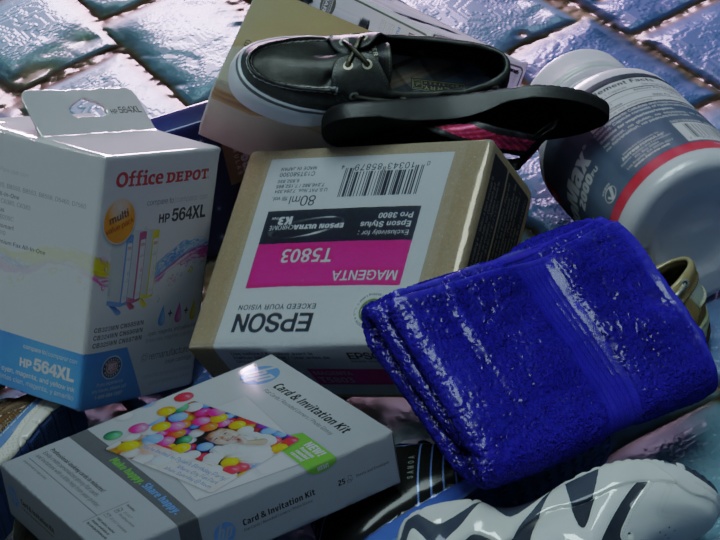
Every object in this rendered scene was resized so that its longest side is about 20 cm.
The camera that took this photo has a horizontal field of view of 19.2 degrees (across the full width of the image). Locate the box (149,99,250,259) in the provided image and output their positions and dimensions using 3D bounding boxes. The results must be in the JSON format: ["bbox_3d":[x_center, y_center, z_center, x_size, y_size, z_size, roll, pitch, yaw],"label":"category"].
[{"bbox_3d":[-0.138,-0.060,1.603,0.199,0.122,0.032,-19,36,-10],"label":"box"}]

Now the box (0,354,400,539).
[{"bbox_3d":[-0.099,0.125,1.313,0.199,0.041,0.156,-20,26,-26],"label":"box"}]

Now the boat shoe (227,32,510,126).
[{"bbox_3d":[0.009,-0.140,1.486,0.199,0.057,0.069,3,59,-15],"label":"boat shoe"}]

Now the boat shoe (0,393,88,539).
[{"bbox_3d":[-0.266,0.149,1.416,0.072,0.073,0.200,8,31,32],"label":"boat shoe"}]

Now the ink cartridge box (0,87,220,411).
[{"bbox_3d":[-0.190,-0.023,1.474,0.125,0.201,0.128,16,15,31],"label":"ink cartridge box"}]

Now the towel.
[{"bbox_3d":[0.115,0.044,1.325,0.199,0.050,0.148,-21,61,-31],"label":"towel"}]

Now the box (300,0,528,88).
[{"bbox_3d":[0.024,-0.184,1.725,0.116,0.060,0.200,11,15,-46],"label":"box"}]

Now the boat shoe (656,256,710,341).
[{"bbox_3d":[0.144,0.050,1.417,0.200,0.076,0.072,-32,44,-21],"label":"boat shoe"}]

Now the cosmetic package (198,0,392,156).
[{"bbox_3d":[-0.005,-0.116,1.545,0.199,0.071,0.105,22,55,-3],"label":"cosmetic package"}]

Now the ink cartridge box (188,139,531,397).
[{"bbox_3d":[0.000,0.000,1.452,0.199,0.075,0.165,-2,57,30],"label":"ink cartridge box"}]

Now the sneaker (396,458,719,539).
[{"bbox_3d":[0.127,0.189,1.247,0.198,0.080,0.130,-6,47,-11],"label":"sneaker"}]

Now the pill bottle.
[{"bbox_3d":[0.197,-0.075,1.534,0.119,0.120,0.200,-20,37,-11],"label":"pill bottle"}]

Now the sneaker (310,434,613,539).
[{"bbox_3d":[0.061,0.130,1.343,0.199,0.070,0.078,-26,44,-18],"label":"sneaker"}]

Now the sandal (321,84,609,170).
[{"bbox_3d":[0.073,-0.091,1.468,0.199,0.075,0.045,-4,68,-4],"label":"sandal"}]

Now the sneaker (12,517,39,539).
[{"bbox_3d":[-0.121,0.176,1.336,0.199,0.077,0.089,16,36,29],"label":"sneaker"}]
